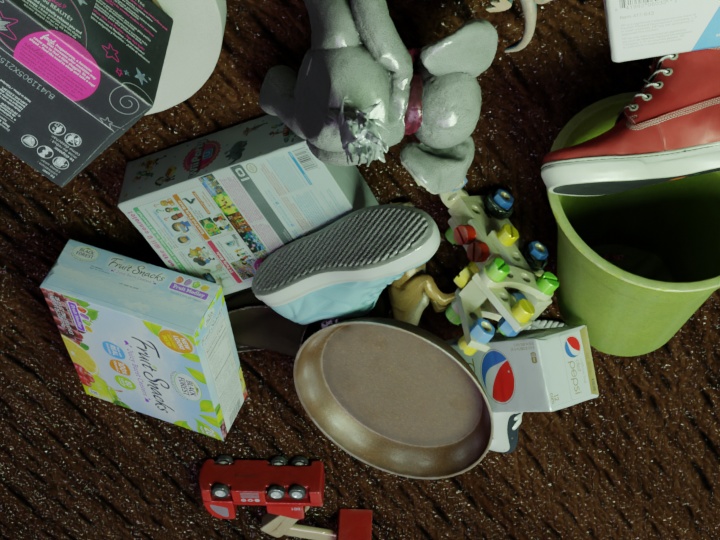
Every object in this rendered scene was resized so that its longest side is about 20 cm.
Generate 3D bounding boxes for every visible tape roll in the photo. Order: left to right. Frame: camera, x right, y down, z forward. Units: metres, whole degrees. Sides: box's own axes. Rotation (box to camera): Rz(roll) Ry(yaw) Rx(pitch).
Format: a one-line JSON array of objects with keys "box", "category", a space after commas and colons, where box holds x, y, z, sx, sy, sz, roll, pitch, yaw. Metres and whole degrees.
[{"box": [-0.209, -0.215, 1.161, 0.200, 0.037, 0.204, 2, 136, 2], "category": "tape roll"}]

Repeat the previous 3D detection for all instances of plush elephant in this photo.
[{"box": [0.030, -0.149, 1.135, 0.153, 0.201, 0.166, 0, 128, -28], "category": "plush elephant"}]

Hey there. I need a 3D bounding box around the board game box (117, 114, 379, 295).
[{"box": [-0.101, -0.060, 1.295, 0.198, 0.065, 0.148, -17, 133, 19], "category": "board game box"}]

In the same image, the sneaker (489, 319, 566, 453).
[{"box": [0.156, 0.130, 1.474, 0.198, 0.080, 0.130, -34, 148, 8], "category": "sneaker"}]

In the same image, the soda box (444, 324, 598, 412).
[{"box": [0.133, 0.095, 1.316, 0.063, 0.069, 0.199, -12, -179, -31], "category": "soda box"}]

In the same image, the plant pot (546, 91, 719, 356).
[{"box": [0.248, -0.019, 1.244, 0.197, 0.202, 0.191, 4, 148, -1], "category": "plant pot"}]

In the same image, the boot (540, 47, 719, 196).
[{"box": [0.228, -0.142, 1.132, 0.198, 0.146, 0.072, -12, 178, -14], "category": "boot"}]

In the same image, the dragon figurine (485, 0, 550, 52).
[{"box": [0.116, -0.257, 1.080, 0.058, 0.101, 0.200, -11, 153, 13], "category": "dragon figurine"}]

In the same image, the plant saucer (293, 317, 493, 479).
[{"box": [0.034, 0.113, 1.306, 0.198, 0.035, 0.202, 15, 136, 15], "category": "plant saucer"}]

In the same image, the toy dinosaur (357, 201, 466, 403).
[{"box": [0.051, 0.025, 1.365, 0.105, 0.060, 0.203, 1, 107, -4], "category": "toy dinosaur"}]

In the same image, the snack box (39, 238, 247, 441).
[{"box": [-0.208, 0.071, 1.381, 0.167, 0.068, 0.201, 17, 149, 15], "category": "snack box"}]

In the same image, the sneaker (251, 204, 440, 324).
[{"box": [0.000, 0.000, 1.260, 0.198, 0.075, 0.082, -15, 140, 36], "category": "sneaker"}]

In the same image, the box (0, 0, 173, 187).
[{"box": [-0.265, -0.186, 1.086, 0.199, 0.116, 0.132, 36, 129, -27], "category": "box"}]

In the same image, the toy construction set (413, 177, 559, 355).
[{"box": [0.105, -0.024, 1.253, 0.130, 0.202, 0.092, -4, 158, -45], "category": "toy construction set"}]

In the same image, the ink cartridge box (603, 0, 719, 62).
[{"box": [0.230, -0.275, 1.006, 0.127, 0.126, 0.201, -6, 135, 10], "category": "ink cartridge box"}]

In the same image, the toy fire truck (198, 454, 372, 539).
[{"box": [-0.086, 0.280, 1.655, 0.197, 0.049, 0.142, 0, 136, 4], "category": "toy fire truck"}]

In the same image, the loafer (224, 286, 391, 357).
[{"box": [-0.066, 0.052, 1.402, 0.198, 0.072, 0.073, -11, 135, 14], "category": "loafer"}]
